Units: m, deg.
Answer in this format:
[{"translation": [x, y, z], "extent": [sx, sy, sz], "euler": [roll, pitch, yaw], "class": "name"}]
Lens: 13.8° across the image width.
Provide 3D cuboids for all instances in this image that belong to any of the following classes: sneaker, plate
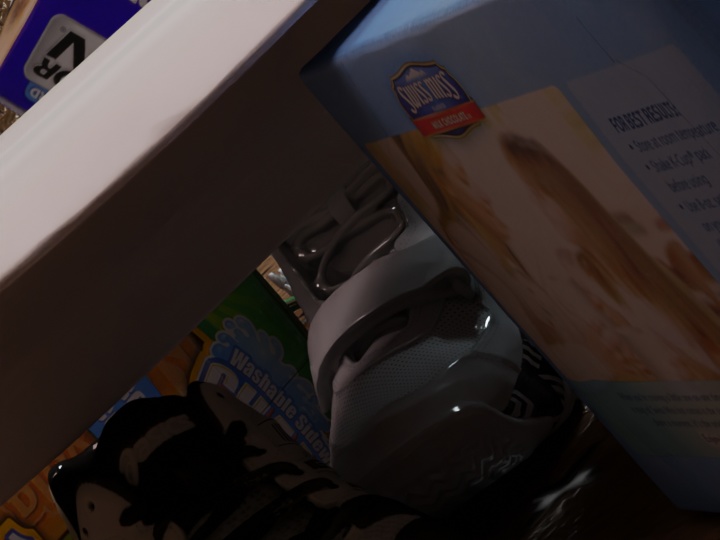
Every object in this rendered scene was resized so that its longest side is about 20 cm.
[{"translation": [-0.029, 0.070, 0.692], "extent": [0.076, 0.088, 0.200], "euler": [-41, 10, -18], "class": "sneaker"}, {"translation": [0.000, 0.000, 0.820], "extent": [0.075, 0.115, 0.200], "euler": [-38, 9, 16], "class": "sneaker"}, {"translation": [-0.061, -0.006, 0.673], "extent": [0.200, 0.032, 0.200], "euler": [-43, -8, -15], "class": "plate"}]

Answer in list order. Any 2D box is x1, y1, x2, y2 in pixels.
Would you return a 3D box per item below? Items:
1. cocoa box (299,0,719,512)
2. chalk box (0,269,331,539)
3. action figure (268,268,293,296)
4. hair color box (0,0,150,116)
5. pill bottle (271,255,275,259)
[{"translation": [0.096, -0.041, 0.550], "extent": [0.131, 0.133, 0.200], "euler": [-44, 9, -13], "class": "cocoa box"}, {"translation": [-0.085, 0.059, 0.863], "extent": [0.125, 0.124, 0.200], "euler": [-31, 13, 44], "class": "chalk box"}, {"translation": [-0.025, -0.057, 1.213], "extent": [0.119, 0.199, 0.102], "euler": [-99, 17, -52], "class": "action figure"}, {"translation": [-0.027, -0.132, 0.809], "extent": [0.201, 0.065, 0.109], "euler": [-59, 12, 19], "class": "hair color box"}, {"translation": [0.036, -0.084, 1.090], "extent": [0.114, 0.114, 0.200], "euler": [-31, 13, 47], "class": "pill bottle"}]
